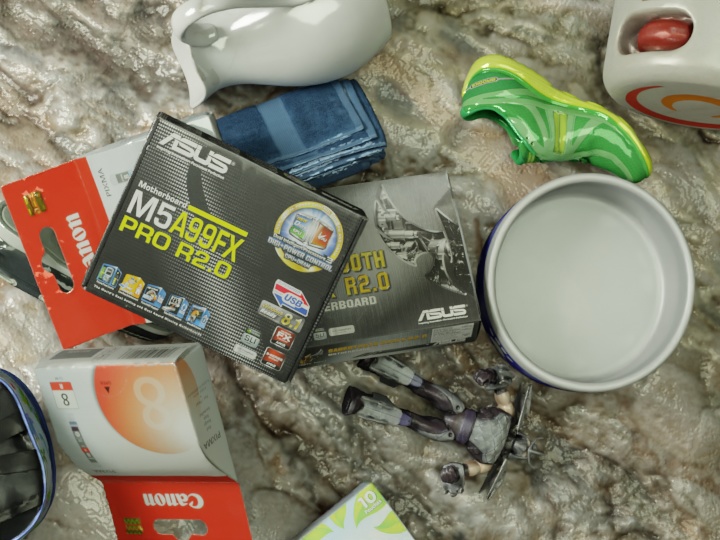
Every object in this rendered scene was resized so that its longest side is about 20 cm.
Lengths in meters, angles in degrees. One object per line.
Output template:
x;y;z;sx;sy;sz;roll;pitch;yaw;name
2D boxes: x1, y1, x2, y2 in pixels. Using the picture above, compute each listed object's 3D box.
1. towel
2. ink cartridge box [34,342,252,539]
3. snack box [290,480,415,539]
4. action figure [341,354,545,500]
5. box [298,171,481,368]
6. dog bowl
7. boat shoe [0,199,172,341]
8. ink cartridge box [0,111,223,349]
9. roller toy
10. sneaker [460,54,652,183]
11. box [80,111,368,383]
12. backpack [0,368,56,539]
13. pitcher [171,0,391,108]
-0.082;-0.115;1.360;0.198;0.049;0.112;-21;50;-5;towel
-0.190;0.165;1.282;0.160;0.050;0.203;-4;105;30;ink cartridge box
-0.028;0.311;1.351;0.199;0.053;0.143;-38;88;-7;snack box
0.083;0.140;1.368;0.198;0.069;0.132;22;79;-6;action figure
0.000;0.000;1.352;0.197;0.048;0.160;-8;65;-6;box
0.210;0.014;1.383;0.197;0.079;0.203;0;85;-5;dog bowl
-0.260;0.010;1.350;0.199;0.076;0.060;36;121;-11;boat shoe
-0.196;-0.031;1.279;0.197;0.047;0.162;-20;103;-2;ink cartridge box
0.323;-0.219;1.356;0.180;0.200;0.142;11;84;1;roller toy
0.184;-0.129;1.397;0.198;0.074;0.084;28;81;7;sneaker
-0.115;-0.019;1.244;0.198;0.044;0.162;26;99;-9;box
-0.369;0.175;1.281;0.197;0.147;0.185;-20;87;-3;backpack
-0.074;-0.228;1.328;0.197;0.172;0.123;-18;83;-5;pitcher
